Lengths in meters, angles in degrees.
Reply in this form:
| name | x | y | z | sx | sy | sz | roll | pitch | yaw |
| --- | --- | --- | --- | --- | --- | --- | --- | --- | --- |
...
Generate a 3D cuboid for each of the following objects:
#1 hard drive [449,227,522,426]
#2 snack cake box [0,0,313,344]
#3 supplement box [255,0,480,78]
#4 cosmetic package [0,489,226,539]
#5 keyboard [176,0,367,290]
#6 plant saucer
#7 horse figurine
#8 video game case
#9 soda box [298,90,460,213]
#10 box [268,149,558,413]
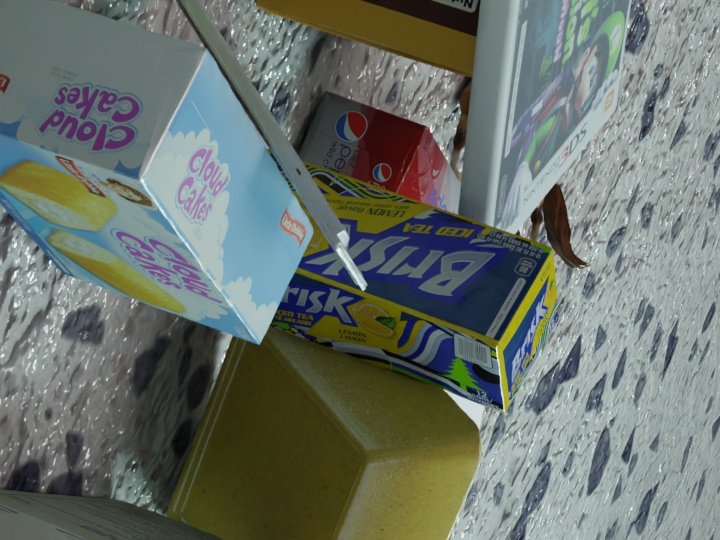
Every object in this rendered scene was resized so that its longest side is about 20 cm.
| name | x | y | z | sx | sy | sz | roll | pitch | yaw |
| --- | --- | --- | --- | --- | --- | --- | --- | --- | --- |
| hard drive | 0.068 | 0.041 | 1.856 | 0.132 | 0.025 | 0.201 | -33 | 138 | -60 |
| snack cake box | -0.105 | -0.045 | 1.196 | 0.067 | 0.115 | 0.200 | -64 | 159 | -15 |
| supplement box | 0.063 | -0.216 | 1.449 | 0.197 | 0.132 | 0.201 | -8 | 116 | -68 |
| cosmetic package | -0.131 | 0.160 | 1.336 | 0.200 | 0.105 | 0.071 | 19 | 90 | -69 |
| keyboard | -0.052 | -0.077 | 1.228 | 0.011 | 0.200 | 0.056 | -30 | 155 | -5 |
| plant saucer | -0.035 | 0.118 | 1.438 | 0.048 | 0.200 | 0.201 | 1 | 121 | -37 |
| horse figurine | 0.102 | -0.076 | 1.773 | 0.200 | 0.050 | 0.133 | 53 | 38 | -51 |
| video game case | 0.105 | -0.125 | 1.412 | 0.182 | 0.023 | 0.201 | -49 | 152 | -46 |
| soda box | 0.020 | -0.035 | 1.597 | 0.064 | 0.070 | 0.200 | -65 | 160 | -11 |
| box | 0.000 | 0.000 | 1.385 | 0.070 | 0.199 | 0.064 | -58 | 156 | -29 |
